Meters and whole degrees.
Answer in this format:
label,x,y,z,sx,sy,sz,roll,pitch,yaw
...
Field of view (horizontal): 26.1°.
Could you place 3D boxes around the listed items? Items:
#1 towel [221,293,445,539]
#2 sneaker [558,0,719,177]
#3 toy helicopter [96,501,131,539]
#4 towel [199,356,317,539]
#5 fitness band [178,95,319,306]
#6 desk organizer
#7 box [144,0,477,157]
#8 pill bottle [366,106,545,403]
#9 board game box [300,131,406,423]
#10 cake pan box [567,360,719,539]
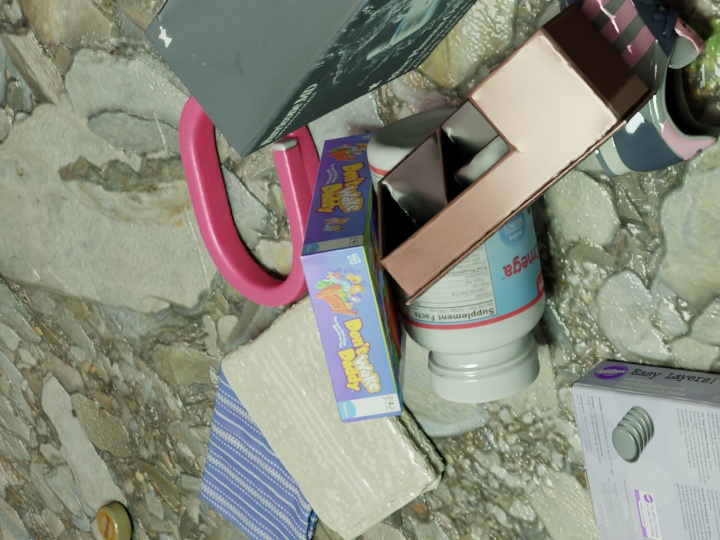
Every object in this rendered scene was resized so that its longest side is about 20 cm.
label,x,y,z,sx,sy,sz,roll,pitch,yaw
towel,-0.024,0.128,1.347,0.132,0.034,0.200,-37,85,33
sneaker,0.175,-0.161,0.985,0.082,0.070,0.201,-7,112,29
toy helicopter,-0.262,0.352,1.720,0.132,0.079,0.201,2,104,54
towel,-0.095,0.190,1.479,0.145,0.024,0.200,36,134,26
fitness band,-0.091,-0.065,1.314,0.143,0.037,0.201,8,117,42
desk organizer,0.083,-0.073,0.988,0.077,0.072,0.200,49,124,0
box,-0.006,-0.201,1.027,0.118,0.200,0.197,53,139,7
pill bottle,0.075,-0.011,1.128,0.109,0.109,0.201,8,119,42
board game box,0.000,0.000,1.142,0.045,0.200,0.135,-9,117,8
cake pan box,0.252,0.170,1.107,0.184,0.052,0.201,4,116,45
